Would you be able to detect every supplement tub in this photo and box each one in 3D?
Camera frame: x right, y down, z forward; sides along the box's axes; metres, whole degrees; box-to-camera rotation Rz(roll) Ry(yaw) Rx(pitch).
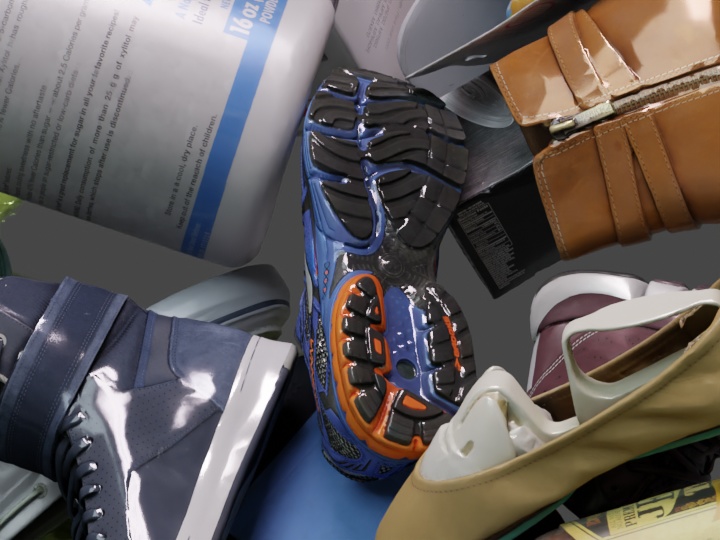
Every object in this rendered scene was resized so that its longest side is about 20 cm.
[{"bbox_3d":[-0.122,-0.090,1.295,0.199,0.132,0.132,19,57,-3],"label":"supplement tub"}]

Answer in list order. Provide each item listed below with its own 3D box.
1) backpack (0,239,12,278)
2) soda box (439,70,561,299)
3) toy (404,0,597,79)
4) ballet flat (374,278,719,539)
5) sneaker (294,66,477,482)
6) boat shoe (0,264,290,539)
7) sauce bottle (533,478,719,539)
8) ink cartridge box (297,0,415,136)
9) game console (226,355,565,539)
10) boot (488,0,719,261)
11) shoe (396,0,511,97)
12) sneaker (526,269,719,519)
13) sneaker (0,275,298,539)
[{"bbox_3d":[-0.259,0.024,1.365,0.176,0.153,0.200,33,83,39],"label":"backpack"},{"bbox_3d":[0.122,-0.075,1.300,0.200,0.063,0.071,-29,45,4],"label":"soda box"},{"bbox_3d":[0.112,-0.150,1.270,0.200,0.115,0.047,-27,85,27],"label":"toy"},{"bbox_3d":[0.080,0.053,1.136,0.200,0.063,0.069,-27,18,17],"label":"ballet flat"},{"bbox_3d":[0.000,0.000,1.242,0.078,0.075,0.201,126,151,-50],"label":"sneaker"},{"bbox_3d":[-0.108,0.074,1.313,0.200,0.074,0.067,-32,74,-2],"label":"boat shoe"},{"bbox_3d":[0.107,0.120,1.127,0.199,0.065,0.065,-16,47,6],"label":"sauce bottle"},{"bbox_3d":[-0.074,-0.152,1.378,0.145,0.200,0.085,-5,51,27],"label":"ink cartridge box"},{"bbox_3d":[-0.021,0.135,1.227,0.177,0.031,0.200,-45,45,-12],"label":"game console"},{"bbox_3d":[0.152,-0.038,1.206,0.155,0.077,0.201,-25,77,4],"label":"boot"},{"bbox_3d":[0.098,-0.160,1.389,0.200,0.071,0.091,-41,16,13],"label":"shoe"},{"bbox_3d":[0.149,0.066,1.173,0.199,0.076,0.116,2,66,35],"label":"sneaker"},{"bbox_3d":[-0.123,0.090,1.207,0.146,0.077,0.203,21,49,-1],"label":"sneaker"}]
